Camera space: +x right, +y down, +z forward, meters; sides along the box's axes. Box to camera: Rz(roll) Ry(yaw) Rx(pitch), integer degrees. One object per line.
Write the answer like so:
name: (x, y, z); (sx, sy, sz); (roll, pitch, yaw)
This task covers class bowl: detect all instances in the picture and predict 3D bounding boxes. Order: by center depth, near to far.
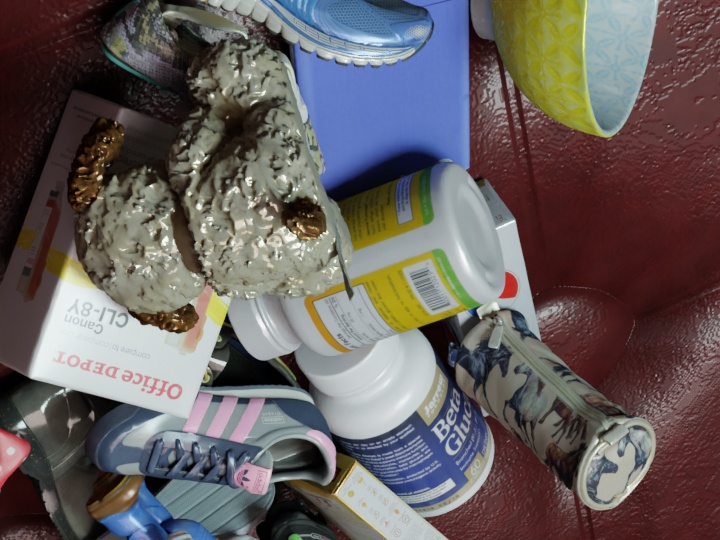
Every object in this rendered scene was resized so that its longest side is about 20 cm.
bowl: (0.142, -0.202, 1.471); (0.107, 0.201, 0.201); (10, 136, 21)

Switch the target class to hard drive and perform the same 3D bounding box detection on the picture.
hard drive: (0.016, -0.136, 1.508); (0.131, 0.025, 0.201); (-14, 140, -9)

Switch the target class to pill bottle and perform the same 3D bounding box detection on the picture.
pill bottle: (0.000, 0.000, 1.554); (0.199, 0.112, 0.111); (-20, 137, 19)
pill bottle: (0.025, 0.109, 1.680); (0.111, 0.111, 0.200); (-34, 134, 3)

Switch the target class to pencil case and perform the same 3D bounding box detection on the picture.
pencil case: (0.150, 0.105, 1.592); (0.078, 0.200, 0.090); (-35, 131, -11)

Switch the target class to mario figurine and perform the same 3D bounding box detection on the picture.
mario figurine: (-0.117, 0.221, 1.599); (0.106, 0.124, 0.200); (-28, 109, 44)

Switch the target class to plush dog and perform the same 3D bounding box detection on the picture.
plush dog: (-0.107, -0.031, 1.363); (0.171, 0.161, 0.201); (-19, 117, 6)

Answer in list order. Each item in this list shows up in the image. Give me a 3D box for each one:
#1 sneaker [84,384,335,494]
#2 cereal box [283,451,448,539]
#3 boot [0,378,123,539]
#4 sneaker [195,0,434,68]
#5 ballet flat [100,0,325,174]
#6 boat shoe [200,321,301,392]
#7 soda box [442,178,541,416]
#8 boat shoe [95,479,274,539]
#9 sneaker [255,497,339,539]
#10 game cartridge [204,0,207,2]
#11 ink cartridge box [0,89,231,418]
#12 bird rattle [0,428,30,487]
sneaker: (-0.108, 0.136, 1.550); (0.199, 0.082, 0.070); (-6, 131, -29)
cereal box: (0.022, 0.217, 1.711); (0.200, 0.144, 0.040); (42, 76, -25)
boot: (-0.206, 0.140, 1.628); (0.130, 0.068, 0.201); (-30, 135, -9)
sneaker: (-0.038, -0.203, 1.363); (0.199, 0.079, 0.089); (21, 113, -15)
ballet flat: (-0.088, -0.134, 1.439); (0.200, 0.072, 0.072); (31, 110, -28)
boat shoe: (-0.122, 0.067, 1.592); (0.201, 0.060, 0.072); (32, 71, -45)
soda box: (0.102, 0.024, 1.683); (0.068, 0.064, 0.201); (-24, 134, -8)
boat shoe: (-0.161, 0.219, 1.692); (0.199, 0.074, 0.067); (-22, 160, -38)
sneaker: (-0.046, 0.235, 1.738); (0.076, 0.084, 0.200); (-24, 172, -8)
game cartridge: (-0.007, -0.260, 1.422); (0.176, 0.033, 0.201); (10, 124, -32)
ink cartridge box: (-0.165, -0.009, 1.460); (0.145, 0.083, 0.201); (19, 92, -37)
bird rattle: (-0.354, 0.167, 1.536); (0.162, 0.113, 0.200); (25, 131, -4)
